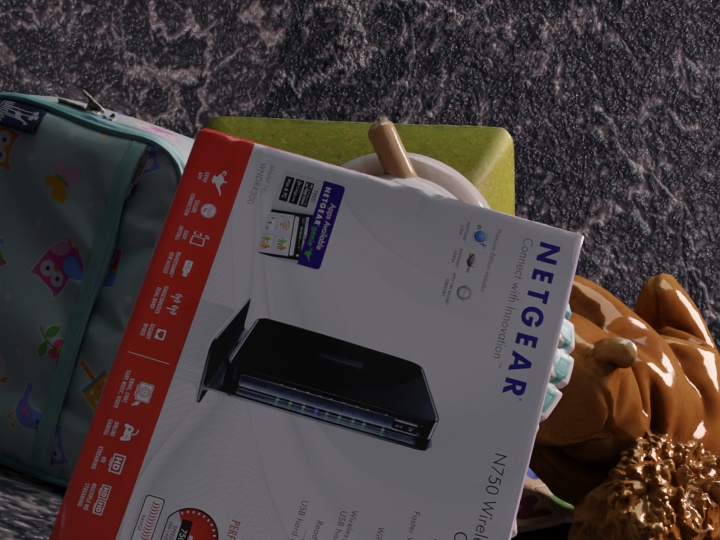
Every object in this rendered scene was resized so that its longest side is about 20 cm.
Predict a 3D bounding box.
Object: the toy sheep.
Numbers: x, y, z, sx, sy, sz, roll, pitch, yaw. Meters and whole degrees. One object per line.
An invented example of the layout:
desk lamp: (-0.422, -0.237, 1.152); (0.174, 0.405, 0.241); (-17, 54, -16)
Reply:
toy sheep: (0.017, -0.007, 0.857); (0.137, 0.139, 0.200); (16, -1, 6)

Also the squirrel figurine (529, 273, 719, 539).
squirrel figurine: (0.141, 0.090, 0.839); (0.201, 0.141, 0.187); (61, 12, 24)

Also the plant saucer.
plant saucer: (0.000, 0.000, 1.005); (0.199, 0.201, 0.048); (3, 38, 11)

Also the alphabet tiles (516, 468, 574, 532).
alphabet tiles: (0.053, 0.116, 0.965); (0.199, 0.006, 0.166); (-6, 29, -29)

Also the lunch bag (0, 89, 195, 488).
lunch bag: (-0.155, 0.006, 0.818); (0.160, 0.201, 0.077); (19, 6, 24)

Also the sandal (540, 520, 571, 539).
sandal: (0.136, 0.148, 1.006); (0.075, 0.048, 0.200); (29, 2, -23)

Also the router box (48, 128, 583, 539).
router box: (-0.014, 0.055, 0.660); (0.179, 0.201, 0.049); (15, -24, 3)

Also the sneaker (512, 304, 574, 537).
sneaker: (0.038, 0.075, 0.742); (0.077, 0.201, 0.091); (35, -28, -29)
